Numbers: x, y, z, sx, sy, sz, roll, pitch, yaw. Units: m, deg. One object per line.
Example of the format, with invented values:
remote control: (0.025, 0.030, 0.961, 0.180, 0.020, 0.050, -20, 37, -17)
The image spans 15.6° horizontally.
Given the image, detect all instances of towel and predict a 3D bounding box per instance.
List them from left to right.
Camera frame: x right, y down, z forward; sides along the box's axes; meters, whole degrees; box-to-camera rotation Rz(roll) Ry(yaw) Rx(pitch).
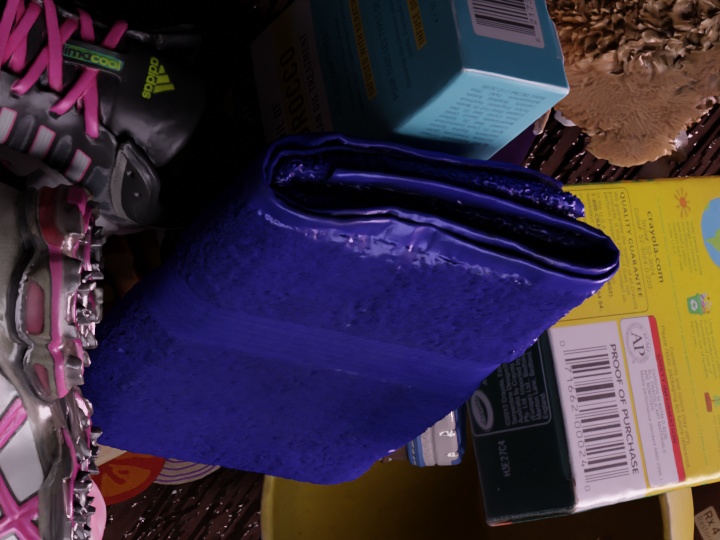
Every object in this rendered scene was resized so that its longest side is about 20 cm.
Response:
towel: (-0.016, 0.014, 0.974, 0.147, 0.050, 0.200, 13, 147, -26)

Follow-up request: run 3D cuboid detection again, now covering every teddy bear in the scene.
teddy bear: (0.156, -0.103, 0.922, 0.145, 0.067, 0.200, 33, 138, -25)

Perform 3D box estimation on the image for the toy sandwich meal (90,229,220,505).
toy sandwich meal: (-0.107, 0.054, 1.110, 0.204, 0.070, 0.206, -16, 144, -12)

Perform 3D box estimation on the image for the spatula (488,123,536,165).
spatula: (0.030, -0.092, 1.034, 0.057, 0.020, 0.200, -62, 141, -17)

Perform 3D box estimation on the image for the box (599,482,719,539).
box: (0.187, 0.106, 1.323, 0.199, 0.100, 0.075, -32, 144, 11)

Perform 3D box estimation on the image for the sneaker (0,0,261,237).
sneaker: (-0.100, -0.069, 0.921, 0.087, 0.074, 0.200, 1, 155, 31)

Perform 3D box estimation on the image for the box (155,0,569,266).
box: (-0.007, -0.056, 0.975, 0.049, 0.083, 0.200, 8, 149, -35)

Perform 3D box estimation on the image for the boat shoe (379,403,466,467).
boat shoe: (0.000, 0.000, 1.080, 0.072, 0.072, 0.201, -4, 120, 6)

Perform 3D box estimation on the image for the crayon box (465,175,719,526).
crayon box: (0.119, 0.028, 1.078, 0.051, 0.128, 0.199, -14, 173, 42)

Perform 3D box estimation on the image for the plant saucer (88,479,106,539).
plant saucer: (-0.203, 0.097, 1.049, 0.199, 0.051, 0.201, 9, 154, 5)

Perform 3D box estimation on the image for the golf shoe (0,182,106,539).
golf shoe: (-0.139, 0.059, 0.945, 0.091, 0.073, 0.201, 3, 113, 0)

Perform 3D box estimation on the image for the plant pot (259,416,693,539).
plant pot: (0.073, 0.112, 1.215, 0.200, 0.200, 0.142, -40, 165, 22)

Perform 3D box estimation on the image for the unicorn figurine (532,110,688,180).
unicorn figurine: (0.130, -0.091, 1.070, 0.200, 0.074, 0.138, -36, 148, -15)
